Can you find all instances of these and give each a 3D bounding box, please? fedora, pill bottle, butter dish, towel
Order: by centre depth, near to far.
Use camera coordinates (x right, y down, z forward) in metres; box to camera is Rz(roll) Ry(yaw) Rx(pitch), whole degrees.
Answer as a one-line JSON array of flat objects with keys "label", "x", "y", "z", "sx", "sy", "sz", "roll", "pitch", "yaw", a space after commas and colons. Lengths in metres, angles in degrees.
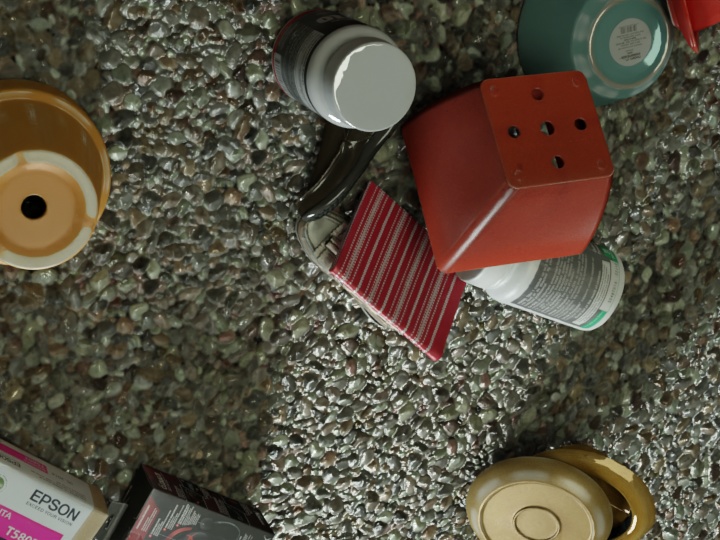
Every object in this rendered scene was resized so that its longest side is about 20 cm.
[{"label": "pill bottle", "x": -0.018, "y": -0.222, "z": 1.504, "sx": 0.114, "sy": 0.200, "sz": 0.114, "roll": -7, "pitch": 110, "yaw": -20}, {"label": "butter dish", "x": 0.428, "y": -0.389, "z": 1.611, "sx": 0.148, "sy": 0.200, "sz": 0.200, "roll": -12, "pitch": 116, "yaw": 19}, {"label": "towel", "x": 0.052, "y": 0.003, "z": 1.666, "sx": 0.200, "sy": 0.022, "sz": 0.145, "roll": 41, "pitch": 54, "yaw": -28}, {"label": "pill bottle", "x": 0.227, "y": -0.002, "z": 1.724, "sx": 0.200, "sy": 0.113, "sz": 0.113, "roll": 19, "pitch": 100, "yaw": -27}, {"label": "fedora", "x": 0.305, "y": 0.300, "z": 1.852, "sx": 0.200, "sy": 0.082, "sz": 0.201, "roll": 8, "pitch": 125, "yaw": 11}]

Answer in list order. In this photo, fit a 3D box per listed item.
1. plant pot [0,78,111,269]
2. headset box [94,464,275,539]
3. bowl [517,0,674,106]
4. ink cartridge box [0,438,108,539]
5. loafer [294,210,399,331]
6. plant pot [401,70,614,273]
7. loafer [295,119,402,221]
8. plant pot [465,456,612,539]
[{"label": "plant pot", "x": -0.353, "y": -0.087, "z": 1.426, "sx": 0.200, "sy": 0.183, "sz": 0.201, "roll": -7, "pitch": 110, "yaw": -20}, {"label": "headset box", "x": -0.231, "y": 0.342, "z": 1.678, "sx": 0.200, "sy": 0.075, "sz": 0.149, "roll": 26, "pitch": 96, "yaw": -27}, {"label": "bowl", "x": 0.304, "y": -0.289, "z": 1.664, "sx": 0.200, "sy": 0.105, "sz": 0.201, "roll": -6, "pitch": 109, "yaw": -19}, {"label": "ink cartridge box", "x": -0.425, "y": 0.295, "z": 1.586, "sx": 0.200, "sy": 0.075, "sz": 0.165, "roll": 33, "pitch": 94, "yaw": -27}, {"label": "loafer", "x": 0.000, "y": 0.000, "z": 1.662, "sx": 0.072, "sy": 0.063, "sz": 0.200, "roll": -44, "pitch": 117, "yaw": -4}, {"label": "plant pot", "x": 0.186, "y": -0.129, "z": 1.582, "sx": 0.199, "sy": 0.176, "sz": 0.200, "roll": -8, "pitch": 74, "yaw": -19}, {"label": "loafer", "x": -0.019, "y": -0.145, "z": 1.609, "sx": 0.071, "sy": 0.073, "sz": 0.200, "roll": 37, "pitch": 78, "yaw": 0}, {"label": "plant pot", "x": 0.239, "y": 0.336, "z": 1.826, "sx": 0.200, "sy": 0.028, "sz": 0.200, "roll": 8, "pitch": 125, "yaw": 11}]
